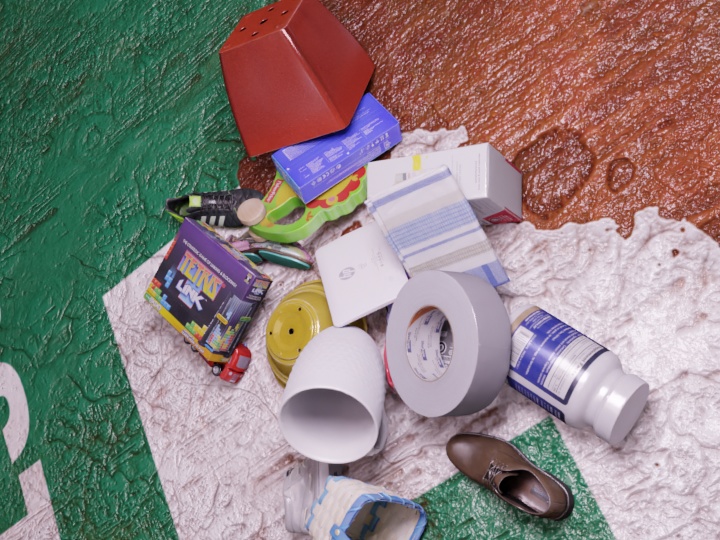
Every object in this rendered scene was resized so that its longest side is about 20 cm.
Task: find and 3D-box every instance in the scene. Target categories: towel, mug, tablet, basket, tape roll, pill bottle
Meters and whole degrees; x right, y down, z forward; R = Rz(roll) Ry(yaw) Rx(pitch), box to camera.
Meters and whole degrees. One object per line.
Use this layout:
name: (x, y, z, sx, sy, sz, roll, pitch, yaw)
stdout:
towel: (0.111, -0.046, 1.341, 0.146, 0.024, 0.201, -21, 109, 33)
mug: (-0.020, 0.188, 1.388, 0.146, 0.201, 0.176, -24, 27, 24)
tablet: (0.000, 0.000, 1.457, 0.129, 0.014, 0.201, -25, 37, 5)
basket: (0.029, 0.386, 1.321, 0.199, 0.175, 0.140, 25, 90, 52)
tape roll: (0.119, 0.101, 1.299, 0.199, 0.066, 0.203, -6, 82, 54)
pill bottle: (0.280, 0.141, 1.261, 0.199, 0.115, 0.117, 34, 96, 32)

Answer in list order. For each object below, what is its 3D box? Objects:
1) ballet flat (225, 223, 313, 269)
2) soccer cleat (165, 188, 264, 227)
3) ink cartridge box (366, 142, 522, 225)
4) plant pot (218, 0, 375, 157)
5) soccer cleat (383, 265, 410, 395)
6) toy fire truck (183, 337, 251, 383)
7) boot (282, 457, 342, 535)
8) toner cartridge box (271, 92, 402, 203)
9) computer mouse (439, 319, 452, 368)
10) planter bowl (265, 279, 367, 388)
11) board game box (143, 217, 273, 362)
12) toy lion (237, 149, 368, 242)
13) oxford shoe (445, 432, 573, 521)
ballet flat: (-0.162, -0.043, 1.608, 0.198, 0.069, 0.072, 2, 67, 33)
soccer cleat: (-0.263, -0.113, 1.673, 0.198, 0.081, 0.069, -5, 75, 30)
ink cartridge box: (0.127, -0.118, 1.403, 0.198, 0.145, 0.085, -5, 77, 30)
plant pot: (-0.118, -0.336, 1.536, 0.198, 0.177, 0.201, -12, 37, 28)
soccer cleat: (0.064, 0.088, 1.422, 0.066, 0.076, 0.203, -2, 79, 13)
toy fire truck: (-0.245, 0.084, 1.631, 0.200, 0.049, 0.142, 41, 100, 32)
boot: (-0.080, 0.312, 1.458, 0.094, 0.073, 0.203, -4, 77, 23)
toner cartridge box: (-0.038, -0.202, 1.531, 0.199, 0.043, 0.095, -34, 55, -10)
computer mouse: (0.135, 0.087, 1.407, 0.109, 0.044, 0.203, 7, 79, 35)
planter bowl: (-0.093, 0.105, 1.515, 0.198, 0.083, 0.203, -9, 73, 30)
board game box: (-0.262, 0.032, 1.587, 0.199, 0.056, 0.167, 36, 103, 32)
toy lion: (-0.081, -0.130, 1.553, 0.190, 0.069, 0.201, 13, 62, 30)
oxford shoe: (0.196, 0.278, 1.297, 0.199, 0.084, 0.074, 22, 91, 35)
